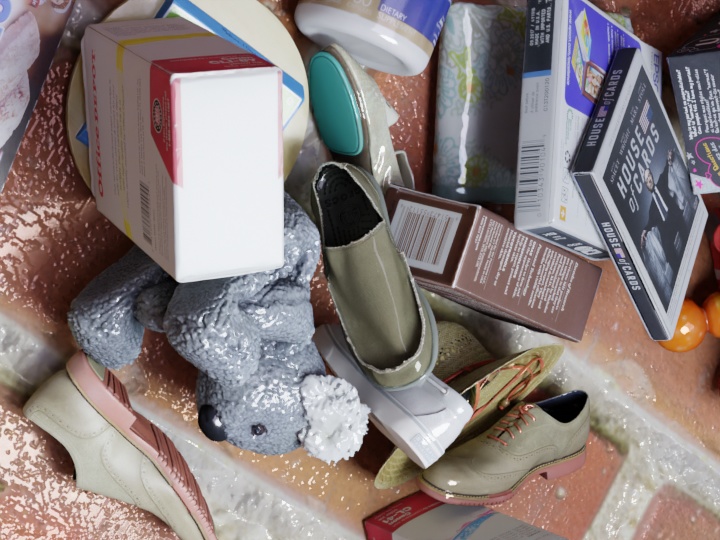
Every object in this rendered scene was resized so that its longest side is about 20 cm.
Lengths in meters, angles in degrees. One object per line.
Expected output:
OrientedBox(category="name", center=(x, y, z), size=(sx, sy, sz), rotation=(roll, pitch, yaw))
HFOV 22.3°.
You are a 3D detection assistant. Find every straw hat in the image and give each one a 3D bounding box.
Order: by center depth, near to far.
OrientedBox(category="straw hat", center=(0.068, 0.092, 1.548), size=(0.200, 0.201, 0.085), rotation=(-30, 72, -24))

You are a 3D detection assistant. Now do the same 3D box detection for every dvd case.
OrientedBox(category="dvd case", center=(0.238, -0.063, 1.534), size=(0.200, 0.025, 0.151), rotation=(59, 41, -38))

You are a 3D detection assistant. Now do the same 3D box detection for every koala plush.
OrientedBox(category="koala plush", center=(-0.083, 0.060, 1.400), size=(0.184, 0.177, 0.201), rotation=(-47, 124, -34))

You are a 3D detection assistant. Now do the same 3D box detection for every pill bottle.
OrientedBox(category="pill bottle", center=(0.032, -0.268, 1.461), size=(0.115, 0.116, 0.201), rotation=(24, 84, -31))

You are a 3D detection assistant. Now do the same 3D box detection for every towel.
OrientedBox(category="towel", center=(0.151, -0.142, 1.592), size=(0.199, 0.048, 0.172), rotation=(-1, 95, -31))

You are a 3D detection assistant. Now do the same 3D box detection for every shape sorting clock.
OrientedBox(category="shape sorting clock", center=(-0.133, -0.125, 1.426), size=(0.199, 0.039, 0.201), rotation=(-7, 110, -21))

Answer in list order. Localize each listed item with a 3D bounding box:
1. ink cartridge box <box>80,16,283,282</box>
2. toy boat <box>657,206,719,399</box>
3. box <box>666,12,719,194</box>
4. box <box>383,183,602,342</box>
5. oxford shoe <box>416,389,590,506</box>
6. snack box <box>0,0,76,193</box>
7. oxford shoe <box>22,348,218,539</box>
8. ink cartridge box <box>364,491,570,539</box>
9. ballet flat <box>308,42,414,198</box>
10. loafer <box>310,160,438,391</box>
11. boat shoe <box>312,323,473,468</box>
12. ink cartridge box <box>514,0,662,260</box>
OrientedBox(category="ink cartridge box", center=(-0.128, -0.093, 1.304), size=(0.083, 0.200, 0.146), rotation=(-9, 111, -23))
OrientedBox(category="toy boat", center=(0.335, 0.044, 1.701), size=(0.130, 0.131, 0.201), rotation=(-13, 105, 3))
OrientedBox(category="box", center=(0.362, -0.160, 1.629), size=(0.200, 0.114, 0.133), rotation=(-38, 119, -55))
OrientedBox(category="box", center=(0.106, -0.004, 1.519), size=(0.200, 0.100, 0.075), rotation=(26, 82, -50))
OrientedBox(category="oxford shoe", center=(0.125, 0.148, 1.588), size=(0.199, 0.070, 0.075), rotation=(-16, 125, -45))
OrientedBox(category="snack box", center=(-0.275, -0.136, 1.350), size=(0.072, 0.024, 0.201), rotation=(23, 86, -30))
OrientedBox(category="oxford shoe", center=(-0.185, 0.153, 1.432), size=(0.074, 0.071, 0.200), rotation=(-36, 111, 1))
OrientedBox(category="ink cartridge box", center=(0.100, 0.281, 1.532), size=(0.085, 0.200, 0.149), rotation=(-20, 106, -27))
OrientedBox(category="ballet flat", center=(0.006, -0.102, 1.506), size=(0.062, 0.067, 0.201), rotation=(-32, 122, -34))
OrientedBox(category="loafer", center=(0.000, 0.000, 1.414), size=(0.075, 0.201, 0.070), rotation=(-26, 154, 9))
OrientedBox(category="boat shoe", center=(0.025, 0.083, 1.455), size=(0.068, 0.200, 0.072), rotation=(-39, 117, -6))
OrientedBox(category="ink cartridge box", center=(0.194, -0.113, 1.528), size=(0.200, 0.043, 0.200), rotation=(18, 72, -55))
